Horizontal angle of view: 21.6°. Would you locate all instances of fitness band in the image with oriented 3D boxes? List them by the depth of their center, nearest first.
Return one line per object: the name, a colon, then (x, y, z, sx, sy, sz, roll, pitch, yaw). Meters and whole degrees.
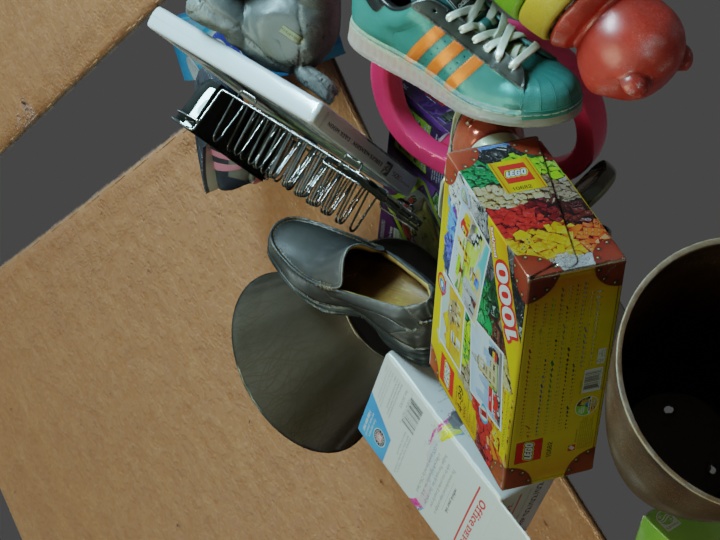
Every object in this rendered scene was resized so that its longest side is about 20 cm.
fitness band: (0.097, -0.131, 1.458, 0.198, 0.037, 0.145, 17, 133, 30)

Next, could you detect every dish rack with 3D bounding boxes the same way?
dish rack: (-0.044, -0.082, 1.551, 0.199, 0.055, 0.153, 33, -179, 25)

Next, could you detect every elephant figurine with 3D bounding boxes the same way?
elephant figurine: (-0.058, -0.255, 1.578, 0.140, 0.200, 0.157, 14, 115, 4)

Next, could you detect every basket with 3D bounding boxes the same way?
basket: (-0.010, 0.054, 1.687, 0.182, 0.135, 0.200, 61, 147, 5)

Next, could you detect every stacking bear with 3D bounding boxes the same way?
stacking bear: (0.146, -0.203, 1.318, 0.200, 0.121, 0.114, 50, 135, 10)

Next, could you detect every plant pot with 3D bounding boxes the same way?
plant pot: (0.246, 0.100, 1.326, 0.188, 0.186, 0.200, 58, 164, 14)

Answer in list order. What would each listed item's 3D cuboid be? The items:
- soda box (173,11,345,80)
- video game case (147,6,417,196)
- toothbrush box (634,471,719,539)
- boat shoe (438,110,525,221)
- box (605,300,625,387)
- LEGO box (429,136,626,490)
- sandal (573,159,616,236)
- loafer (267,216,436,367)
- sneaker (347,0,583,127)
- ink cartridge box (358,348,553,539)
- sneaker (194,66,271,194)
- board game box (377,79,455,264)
soda box: (-0.100, -0.216, 1.743, 0.199, 0.067, 0.065, 5, 116, 57)
video game case: (-0.064, -0.140, 1.591, 0.199, 0.023, 0.182, 32, 180, 32)
toothbrush box: (0.295, 0.280, 1.442, 0.200, 0.086, 0.146, 45, 145, 30)
boat shoe: (0.092, -0.053, 1.454, 0.201, 0.070, 0.063, 91, 164, -50)
box: (0.148, 0.089, 1.549, 0.069, 0.082, 0.200, 60, 149, 11)
LEGO box: (0.116, 0.031, 1.365, 0.149, 0.076, 0.202, -120, 25, -47)
sandal: (0.167, -0.014, 1.463, 0.057, 0.080, 0.202, 36, 149, 14)
loafer: (0.000, 0.000, 1.538, 0.199, 0.073, 0.073, 27, 154, 30)
sneaker: (0.074, -0.170, 1.364, 0.199, 0.071, 0.080, 27, 135, 25)
ink cartridge box: (0.090, 0.161, 1.545, 0.201, 0.067, 0.116, 52, 147, 24)
sneaker: (-0.114, -0.138, 1.781, 0.200, 0.081, 0.071, 103, 158, -70)
board game box: (0.065, -0.055, 1.633, 0.120, 0.032, 0.201, 49, 147, 35)
